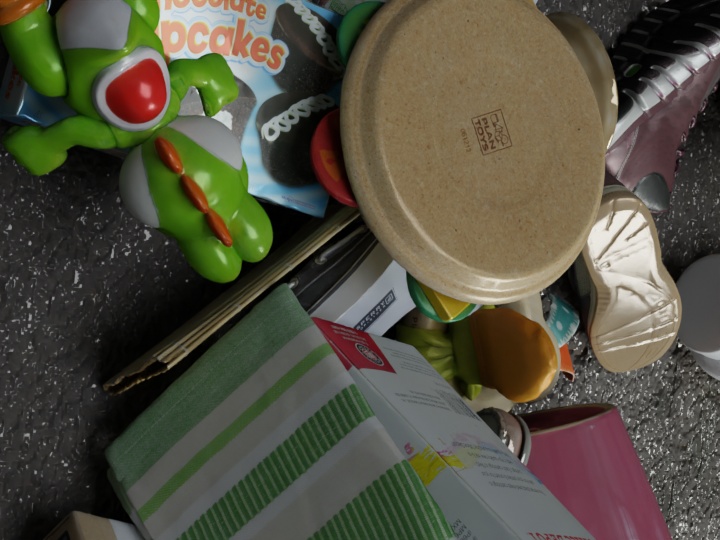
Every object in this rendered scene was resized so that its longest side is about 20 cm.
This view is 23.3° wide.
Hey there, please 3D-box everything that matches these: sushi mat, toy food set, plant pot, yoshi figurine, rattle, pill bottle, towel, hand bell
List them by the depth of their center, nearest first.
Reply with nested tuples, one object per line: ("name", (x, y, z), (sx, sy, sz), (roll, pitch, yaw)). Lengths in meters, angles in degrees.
("yoshi figurine", (-0.117, -0.085, 0.898), (0.201, 0.112, 0.112), (58, 33, -13))
("towel", (-0.041, 0.131, 0.936), (0.152, 0.200, 0.023), (-42, 154, 12))
("sushi mat", (-0.061, 0.006, 1.014), (0.200, 0.096, 0.012), (-40, 96, -32))
("toy food set", (0.062, -0.077, 1.023), (0.198, 0.049, 0.201), (-39, 105, -32))
("hand bell", (0.052, -0.098, 1.094), (0.199, 0.104, 0.105), (-13, 107, -30))
("rattle", (0.130, 0.047, 1.172), (0.199, 0.142, 0.131), (21, 62, -42))
("plant pot", (0.129, 0.191, 1.178), (0.199, 0.199, 0.181), (-12, 91, -42))
("pill bottle", (0.333, 0.046, 1.394), (0.199, 0.109, 0.110), (17, 86, -44))

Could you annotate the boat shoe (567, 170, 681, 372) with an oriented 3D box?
("boat shoe", (0.184, -0.003, 1.262), (0.071, 0.065, 0.201), (-20, 139, 3))

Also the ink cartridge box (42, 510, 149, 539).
("ink cartridge box", (-0.085, 0.233, 0.975), (0.199, 0.165, 0.075), (22, 119, -45))

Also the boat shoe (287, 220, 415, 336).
("boat shoe", (0.000, 0.000, 1.085), (0.200, 0.068, 0.072), (-46, 147, -19))

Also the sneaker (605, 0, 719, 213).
("sneaker", (0.225, -0.115, 1.292), (0.200, 0.075, 0.116), (-39, 129, -20))

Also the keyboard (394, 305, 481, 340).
("keyboard", (0.034, 0.071, 1.174), (0.056, 0.011, 0.201), (47, 66, -39))

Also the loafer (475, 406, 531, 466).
("loafer", (0.025, 0.161, 1.100), (0.063, 0.072, 0.200), (30, 108, -33))

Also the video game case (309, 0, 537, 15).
("video game case", (0.029, -0.177, 1.114), (0.200, 0.022, 0.183), (43, 68, -41))

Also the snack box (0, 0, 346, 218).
("snack box", (-0.094, -0.112, 0.971), (0.199, 0.037, 0.117), (17, 86, -34))

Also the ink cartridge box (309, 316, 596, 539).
("ink cartridge box", (0.020, 0.151, 0.996), (0.145, 0.200, 0.145), (-50, 153, 10))
